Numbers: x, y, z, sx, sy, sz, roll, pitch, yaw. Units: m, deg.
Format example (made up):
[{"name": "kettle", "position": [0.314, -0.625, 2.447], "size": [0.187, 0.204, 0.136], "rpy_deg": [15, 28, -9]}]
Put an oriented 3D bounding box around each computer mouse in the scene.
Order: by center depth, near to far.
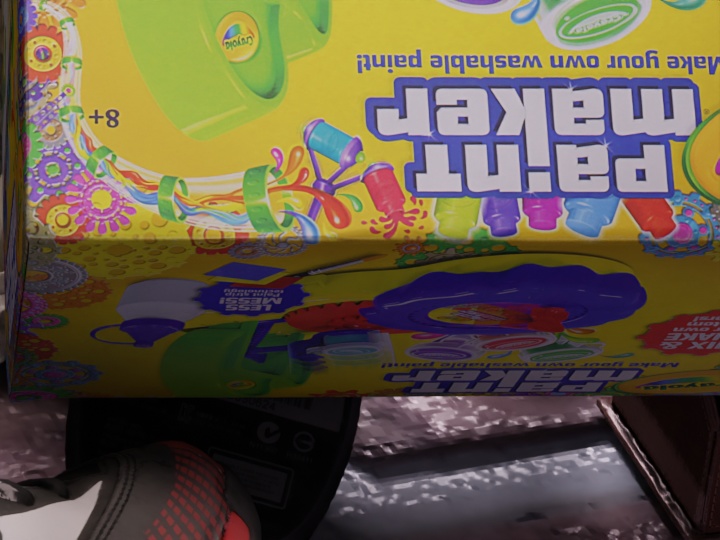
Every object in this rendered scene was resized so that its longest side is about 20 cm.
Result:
[{"name": "computer mouse", "position": [0.000, 0.000, 0.801], "size": [0.140, 0.046, 0.201], "rpy_deg": [11, 64, -5]}]

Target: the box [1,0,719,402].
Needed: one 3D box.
[{"name": "box", "position": [0.013, -0.075, 0.737], "size": [0.199, 0.122, 0.193], "rpy_deg": [0, 71, -9]}]

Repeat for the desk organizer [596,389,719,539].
[{"name": "desk organizer", "position": [0.174, 0.016, 0.823], "size": [0.199, 0.077, 0.072], "rpy_deg": [-4, 31, -17]}]

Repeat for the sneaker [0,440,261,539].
[{"name": "sneaker", "position": [-0.093, 0.074, 0.644], "size": [0.071, 0.098, 0.200], "rpy_deg": [-24, 9, 39]}]

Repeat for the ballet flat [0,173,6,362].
[{"name": "ballet flat", "position": [-0.105, -0.009, 0.828], "size": [0.199, 0.072, 0.072], "rpy_deg": [-6, 32, -18]}]

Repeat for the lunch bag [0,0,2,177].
[{"name": "lunch bag", "position": [-0.171, -0.116, 0.900], "size": [0.199, 0.168, 0.139], "rpy_deg": [14, 14, 10]}]
